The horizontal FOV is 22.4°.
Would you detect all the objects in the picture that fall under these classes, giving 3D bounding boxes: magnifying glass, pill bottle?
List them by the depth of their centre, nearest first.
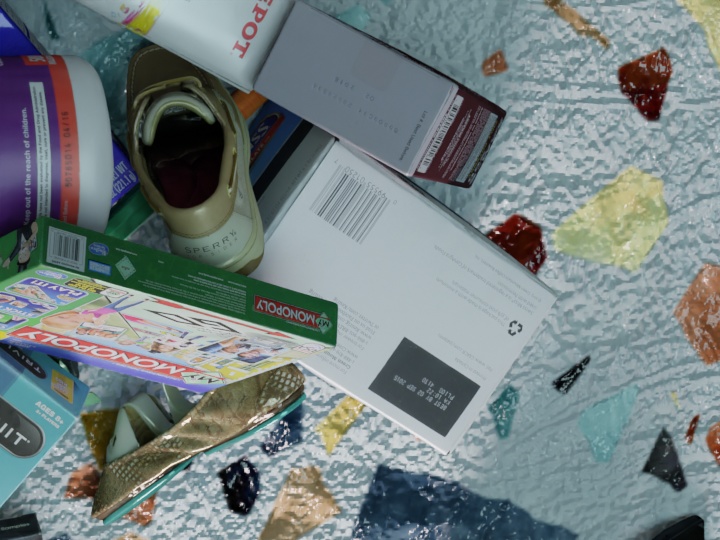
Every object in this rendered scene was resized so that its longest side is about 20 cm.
[{"bbox_3d":[-0.241,-0.061,0.998,0.198,0.112,0.114,-3,109,-20],"label":"pill bottle"},{"bbox_3d":[-0.106,-0.075,1.158,0.022,0.080,0.200,45,77,-10],"label":"magnifying glass"}]

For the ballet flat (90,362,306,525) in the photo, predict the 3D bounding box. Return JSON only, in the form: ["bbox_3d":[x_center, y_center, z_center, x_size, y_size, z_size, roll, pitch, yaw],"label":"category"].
[{"bbox_3d":[-0.118,0.098,1.186,0.199,0.070,0.066,-34,91,29],"label":"ballet flat"}]

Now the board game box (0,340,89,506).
[{"bbox_3d":[-0.282,0.102,1.078,0.151,0.047,0.200,39,106,-12],"label":"board game box"}]

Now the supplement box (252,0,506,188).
[{"bbox_3d":[0.018,-0.103,1.106,0.108,0.200,0.061,30,96,11],"label":"supplement box"}]

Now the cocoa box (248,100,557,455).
[{"bbox_3d":[0.000,0.000,1.184,0.199,0.131,0.134,34,95,-26],"label":"cocoa box"}]

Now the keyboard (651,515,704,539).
[{"bbox_3d":[0.232,0.295,1.435,0.104,0.039,0.202,-22,115,-38],"label":"keyboard"}]

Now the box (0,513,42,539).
[{"bbox_3d":[-0.272,0.267,1.195,0.141,0.036,0.202,-9,109,-18],"label":"box"}]

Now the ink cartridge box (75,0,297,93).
[{"bbox_3d":[-0.129,-0.223,1.052,0.199,0.146,0.148,26,96,-26],"label":"ink cartridge box"}]

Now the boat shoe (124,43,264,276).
[{"bbox_3d":[-0.103,-0.079,1.080,0.073,0.201,0.067,-22,137,-3],"label":"boat shoe"}]

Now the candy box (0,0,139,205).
[{"bbox_3d":[-0.258,-0.083,1.089,0.169,0.077,0.200,-41,115,-2],"label":"candy box"}]

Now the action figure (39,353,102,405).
[{"bbox_3d":[-0.275,0.092,1.144,0.198,0.055,0.118,-24,149,2],"label":"action figure"}]

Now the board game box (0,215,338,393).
[{"bbox_3d":[-0.130,0.024,1.026,0.199,0.134,0.029,17,64,-37],"label":"board game box"}]
